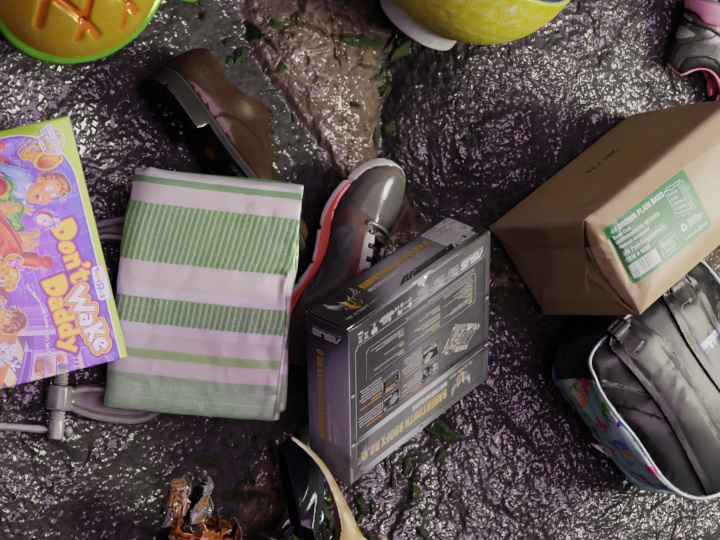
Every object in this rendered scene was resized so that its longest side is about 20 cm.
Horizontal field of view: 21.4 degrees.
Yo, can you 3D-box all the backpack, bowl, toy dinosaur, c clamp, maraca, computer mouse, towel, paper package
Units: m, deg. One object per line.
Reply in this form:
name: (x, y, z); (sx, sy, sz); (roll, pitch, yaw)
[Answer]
backpack: (0.287, 0.108, 1.757); (0.177, 0.150, 0.200); (-41, 97, -18)
bowl: (0.078, -0.261, 1.687); (0.199, 0.201, 0.108); (24, 122, -22)
toy dinosaur: (-0.114, 0.262, 1.612); (0.135, 0.102, 0.201); (-12, 132, -10)
c clamp: (-0.223, 0.048, 1.592); (0.170, 0.027, 0.202); (13, 83, -24)
maraca: (-0.215, -0.249, 1.562); (0.199, 0.107, 0.138); (-28, 107, -23)
computer mouse: (-0.036, 0.239, 1.633); (0.034, 0.059, 0.201); (-9, 76, -12)
towel: (-0.128, 0.020, 1.586); (0.151, 0.023, 0.202); (6, 94, -5)
paper package: (0.248, -0.057, 1.724); (0.200, 0.190, 0.104); (-37, 103, -20)
toy dinosaur: (-0.006, 0.236, 1.588); (0.058, 0.101, 0.202); (-11, 79, 16)

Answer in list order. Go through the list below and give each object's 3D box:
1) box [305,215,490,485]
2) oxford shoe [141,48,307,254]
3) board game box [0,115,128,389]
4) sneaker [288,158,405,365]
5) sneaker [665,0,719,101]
box: (0.035, 0.065, 1.629); (0.200, 0.048, 0.159); (-34, 135, -40)
oxford shoe: (-0.096, -0.104, 1.634); (0.084, 0.072, 0.201); (-42, 108, -30)
board game box: (-0.276, -0.011, 1.538); (0.133, 0.045, 0.202); (-14, 91, -10)
sneaker: (0.000, 0.000, 1.656); (0.077, 0.082, 0.201); (34, 79, -45)
sneaker: (0.381, -0.195, 1.867); (0.199, 0.079, 0.096); (23, 101, -22)
